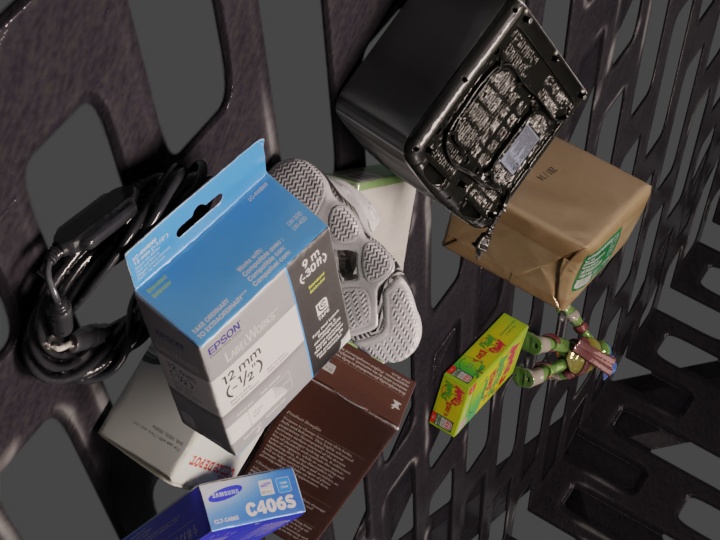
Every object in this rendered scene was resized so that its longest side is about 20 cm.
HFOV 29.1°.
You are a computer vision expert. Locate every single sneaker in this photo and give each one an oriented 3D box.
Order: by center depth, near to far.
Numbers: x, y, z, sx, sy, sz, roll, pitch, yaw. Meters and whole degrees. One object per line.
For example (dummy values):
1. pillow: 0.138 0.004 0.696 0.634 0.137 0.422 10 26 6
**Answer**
1. sneaker: -0.004 -0.012 1.222 0.075 0.200 0.115 -37 173 14

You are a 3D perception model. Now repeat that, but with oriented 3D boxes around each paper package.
1. paper package: 0.230 -0.071 1.712 0.200 0.190 0.104 -38 150 -47

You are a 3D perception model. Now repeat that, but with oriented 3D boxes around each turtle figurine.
1. turtle figurine: 0.335 0.130 2.437 0.194 0.200 0.144 -9 151 -42

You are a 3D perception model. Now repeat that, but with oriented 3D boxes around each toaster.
1. toaster: 0.093 -0.147 1.284 0.200 0.119 0.181 -54 142 -2

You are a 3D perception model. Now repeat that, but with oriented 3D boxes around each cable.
1. cable: -0.166 0.002 1.021 0.200 0.051 0.163 -46 156 -40

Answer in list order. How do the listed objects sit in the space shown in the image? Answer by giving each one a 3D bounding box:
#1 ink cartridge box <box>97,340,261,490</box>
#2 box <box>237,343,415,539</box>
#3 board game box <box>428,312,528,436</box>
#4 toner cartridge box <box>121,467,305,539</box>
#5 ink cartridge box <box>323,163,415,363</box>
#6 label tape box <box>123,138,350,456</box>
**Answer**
1. ink cartridge box: -0.121 0.086 1.199 0.200 0.083 0.147 -60 161 -6
2. box: -0.041 0.161 1.285 0.200 0.100 0.075 -57 -176 39
3. board game box: 0.183 0.158 2.125 0.200 0.048 0.102 -39 151 -48
4. toner cartridge box: -0.138 0.230 1.226 0.095 0.043 0.200 -7 159 -36
5. ink cartridge box: 0.000 0.000 1.373 0.145 0.048 0.200 -19 120 -64
6. label tape box: -0.085 0.023 1.035 0.143 0.066 0.200 -44 148 -27
